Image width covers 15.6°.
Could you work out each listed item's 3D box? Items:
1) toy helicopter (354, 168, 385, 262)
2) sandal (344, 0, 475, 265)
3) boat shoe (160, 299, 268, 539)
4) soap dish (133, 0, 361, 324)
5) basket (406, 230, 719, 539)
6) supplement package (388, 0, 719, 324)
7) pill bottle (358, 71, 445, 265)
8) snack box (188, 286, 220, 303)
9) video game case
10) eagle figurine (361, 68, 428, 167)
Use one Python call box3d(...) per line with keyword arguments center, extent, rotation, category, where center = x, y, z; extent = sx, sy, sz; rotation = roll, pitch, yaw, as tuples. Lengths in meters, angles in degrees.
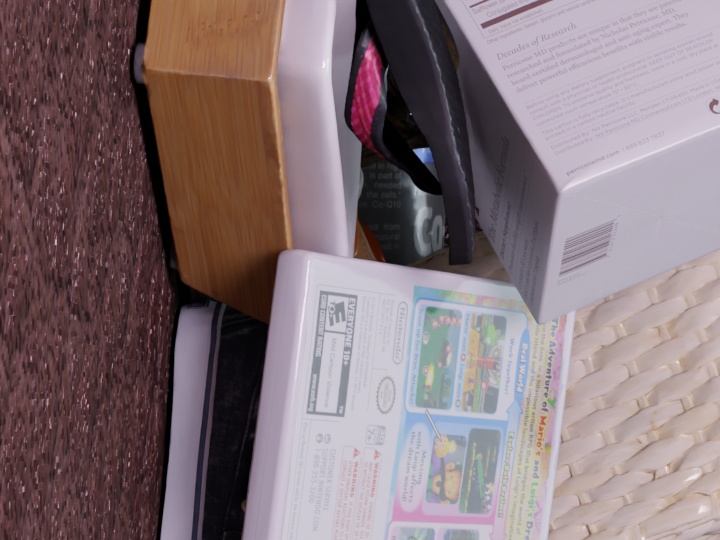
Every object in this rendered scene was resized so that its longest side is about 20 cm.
box3d(center=(0.000, 0.000, 1.254), extent=(0.200, 0.079, 0.133), rotation=(44, -36, 50), category="toy helicopter")
box3d(center=(0.010, -0.087, 1.047), extent=(0.075, 0.045, 0.200), rotation=(-94, 168, -52), category="sandal")
box3d(center=(-0.041, 0.113, 1.174), extent=(0.071, 0.090, 0.201), rotation=(68, 24, -82), category="boat shoe")
box3d(center=(-0.042, -0.089, 1.110), extent=(0.200, 0.081, 0.158), rotation=(87, 6, -59), category="soap dish")
box3d(center=(0.151, 0.066, 1.317), extent=(0.161, 0.199, 0.199), rotation=(33, 39, -62), category="basket")
box3d(center=(0.083, -0.100, 1.142), extent=(0.114, 0.109, 0.200), rotation=(93, -28, -59), category="supplement package")
box3d(center=(-0.009, -0.047, 1.429), extent=(0.114, 0.113, 0.201), rotation=(-56, 148, -84), category="pill bottle")
box3d(center=(-0.062, -0.066, 1.265), extent=(0.072, 0.024, 0.201), rotation=(89, 5, -60), category="snack box")
box3d(center=(0.020, 0.099, 1.140), extent=(0.182, 0.024, 0.201), rotation=(8, 88, -47), category="video game case")
box3d(center=(0.022, -0.157, 1.314), extent=(0.152, 0.150, 0.201), rotation=(-49, 131, -76), category="eagle figurine")
